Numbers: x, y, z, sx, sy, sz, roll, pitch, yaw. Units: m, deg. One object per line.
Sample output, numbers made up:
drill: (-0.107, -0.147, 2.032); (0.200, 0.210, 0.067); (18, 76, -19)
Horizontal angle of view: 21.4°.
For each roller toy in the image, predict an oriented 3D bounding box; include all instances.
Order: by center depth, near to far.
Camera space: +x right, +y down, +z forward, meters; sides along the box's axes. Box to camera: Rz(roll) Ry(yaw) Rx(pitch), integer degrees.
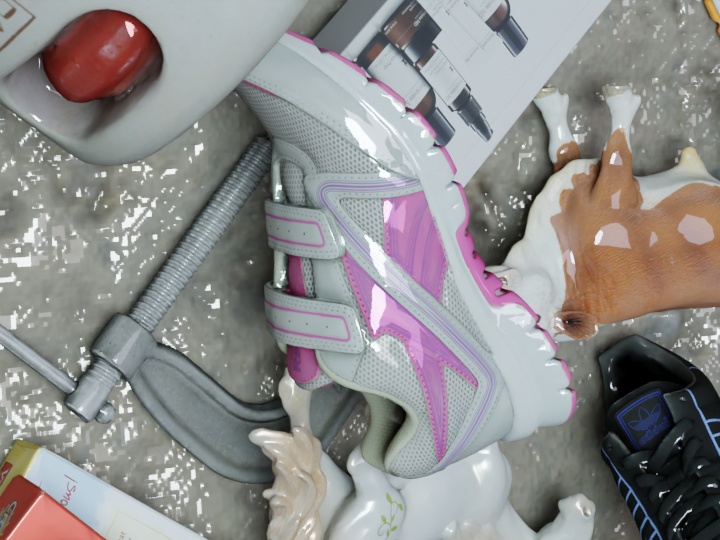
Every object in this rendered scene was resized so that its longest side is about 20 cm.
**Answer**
roller toy: (-0.092, -0.145, 0.702); (0.139, 0.200, 0.183); (37, 95, -21)

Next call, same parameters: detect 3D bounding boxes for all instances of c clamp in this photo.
c clamp: (-0.049, -0.001, 0.815); (0.171, 0.027, 0.200); (47, 71, -21)

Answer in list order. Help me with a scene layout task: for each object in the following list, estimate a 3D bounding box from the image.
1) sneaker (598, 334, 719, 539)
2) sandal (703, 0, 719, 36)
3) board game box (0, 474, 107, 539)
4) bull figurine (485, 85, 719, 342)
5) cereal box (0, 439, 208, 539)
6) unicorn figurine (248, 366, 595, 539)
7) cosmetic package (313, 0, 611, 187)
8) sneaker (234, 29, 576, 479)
sneaker: (0.144, 0.100, 0.833); (0.070, 0.200, 0.078); (-37, 111, 11)
sandal: (0.197, -0.162, 0.917); (0.079, 0.059, 0.207); (-46, 110, -18)
board game box: (-0.101, 0.201, 0.742); (0.200, 0.040, 0.153); (41, 76, -21)
bull figurine: (0.132, -0.025, 0.883); (0.199, 0.065, 0.122); (-4, 96, -27)
cereal box: (-0.091, 0.179, 0.791); (0.199, 0.039, 0.145); (34, 77, -23)
unicorn figurine: (0.036, 0.092, 0.839); (0.199, 0.074, 0.138); (-10, 104, -24)
cosmetic package: (0.052, -0.115, 0.835); (0.083, 0.051, 0.200); (49, 62, -21)
sneaker: (0.000, 0.000, 0.731); (0.088, 0.081, 0.201); (-36, 103, -13)
